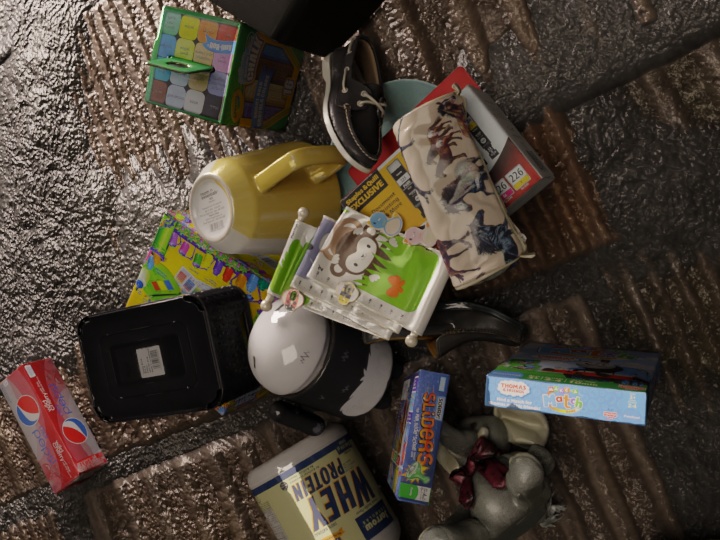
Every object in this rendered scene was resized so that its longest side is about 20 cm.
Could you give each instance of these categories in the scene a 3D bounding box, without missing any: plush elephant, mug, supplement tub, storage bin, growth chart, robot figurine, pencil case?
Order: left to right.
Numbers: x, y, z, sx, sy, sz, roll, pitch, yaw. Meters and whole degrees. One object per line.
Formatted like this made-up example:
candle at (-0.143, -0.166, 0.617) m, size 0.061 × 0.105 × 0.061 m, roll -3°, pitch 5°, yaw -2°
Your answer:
storage bin at (-0.235, 0.103, 0.971) m, size 0.199 × 0.094 × 0.136 m, roll -12°, pitch 91°, yaw 26°
mug at (-0.122, -0.099, 0.977) m, size 0.149 × 0.153 × 0.187 m, roll 40°, pitch 122°, yaw 29°
robot figurine at (-0.043, 0.107, 0.956) m, size 0.125 × 0.200 × 0.151 m, roll -35°, pitch 45°, yaw 32°
supplement tub at (-0.039, 0.312, 1.005) m, size 0.145 × 0.145 × 0.200 m, roll -35°, pitch 81°, yaw 23°
growth chart at (0.000, 0.000, 0.869) m, size 0.199 × 0.018 × 0.145 m, roll 15°, pitch 85°, yaw 15°
pencil case at (0.102, -0.086, 0.807) m, size 0.089 × 0.078 × 0.201 m, roll -22°, pitch 88°, yaw 8°
plush elephant at (0.145, 0.227, 0.917) m, size 0.165 × 0.200 × 0.155 m, roll -48°, pitch 53°, yaw 19°

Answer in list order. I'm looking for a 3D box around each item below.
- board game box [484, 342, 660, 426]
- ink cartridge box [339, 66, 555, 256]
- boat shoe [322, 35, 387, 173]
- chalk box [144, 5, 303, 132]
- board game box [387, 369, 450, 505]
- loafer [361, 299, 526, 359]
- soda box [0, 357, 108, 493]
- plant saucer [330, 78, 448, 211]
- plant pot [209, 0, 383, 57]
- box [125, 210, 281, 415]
board game box at (0.231, 0.114, 0.833) m, size 0.151 × 0.200 × 0.037 m, roll 3°, pitch 95°, yaw 24°
ink cartridge box at (0.084, -0.109, 0.901) m, size 0.200 × 0.084 × 0.176 m, roll -41°, pitch 79°, yaw 22°
boat shoe at (0.000, -0.199, 0.920) m, size 0.060 × 0.074 × 0.200 m, roll -34°, pitch 42°, yaw 28°
chalk box at (-0.180, -0.252, 0.986) m, size 0.124 × 0.200 × 0.124 m, roll 20°, pitch 102°, yaw 21°
board game box at (0.063, 0.186, 0.902) m, size 0.034 × 0.200 × 0.136 m, roll 10°, pitch 81°, yaw 1°
loafer at (0.096, 0.071, 0.934) m, size 0.199 × 0.073 × 0.073 m, roll 11°, pitch 73°, yaw 1°
soda box at (-0.486, 0.243, 1.246) m, size 0.070 × 0.063 × 0.200 m, roll -36°, pitch 79°, yaw 23°
plant saucer at (0.057, -0.134, 0.979) m, size 0.200 × 0.039 × 0.202 m, roll 3°, pitch 97°, yaw 24°
plant pot at (-0.077, -0.368, 0.929) m, size 0.199 × 0.200 × 0.178 m, roll 35°, pitch 108°, yaw 17°
box at (-0.191, 0.050, 1.062) m, size 0.200 × 0.122 × 0.193 m, roll 33°, pitch 107°, yaw 18°
